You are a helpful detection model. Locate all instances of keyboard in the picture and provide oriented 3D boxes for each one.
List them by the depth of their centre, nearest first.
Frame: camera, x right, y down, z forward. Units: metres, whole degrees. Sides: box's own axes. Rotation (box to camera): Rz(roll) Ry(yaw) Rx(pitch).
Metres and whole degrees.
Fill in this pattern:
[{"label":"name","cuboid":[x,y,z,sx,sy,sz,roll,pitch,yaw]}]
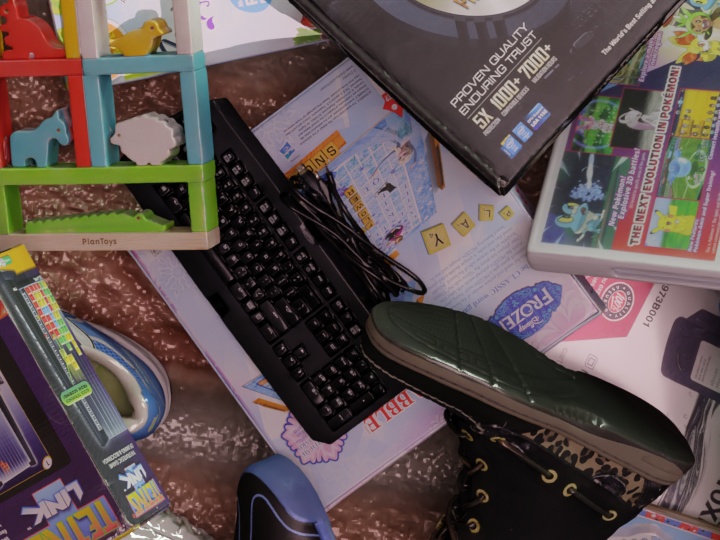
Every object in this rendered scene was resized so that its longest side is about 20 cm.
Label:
[{"label":"keyboard","cuboid":[-0.044,-0.008,1.469,0.104,0.040,0.200,-38,88,12]}]

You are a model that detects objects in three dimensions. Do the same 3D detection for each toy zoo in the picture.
[{"label":"toy zoo","cuboid":[-0.148,-0.110,1.461,0.131,0.020,0.200,-1,102,19]}]

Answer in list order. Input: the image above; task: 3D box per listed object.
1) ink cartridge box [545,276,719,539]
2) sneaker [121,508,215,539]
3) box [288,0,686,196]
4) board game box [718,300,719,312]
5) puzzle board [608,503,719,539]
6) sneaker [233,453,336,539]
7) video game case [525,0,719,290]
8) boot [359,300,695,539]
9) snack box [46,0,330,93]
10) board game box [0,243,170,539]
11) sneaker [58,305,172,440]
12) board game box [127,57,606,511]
[{"label":"ink cartridge box","cuboid":[0.182,0.076,1.567,0.200,0.084,0.145,27,93,-12]},{"label":"sneaker","cuboid":[-0.130,0.154,1.527,0.200,0.078,0.099,5,92,-12]},{"label":"box","cuboid":[0.083,-0.167,1.424,0.164,0.086,0.200,44,92,4]},{"label":"board game box","cuboid":[0.291,0.074,1.499,0.200,0.026,0.200,-9,105,-18]},{"label":"puzzle board","cuboid":[0.189,0.206,1.566,0.200,0.017,0.151,19,129,-5]},{"label":"sneaker","cuboid":[-0.049,0.205,1.477,0.078,0.070,0.200,-12,89,-30]},{"label":"video game case","cuboid":[0.200,-0.076,1.466,0.182,0.023,0.200,7,59,17]},{"label":"boot","cuboid":[0.062,0.114,1.459,0.204,0.073,0.154,24,115,-21]},{"label":"snack box","cuboid":[-0.082,-0.188,1.505,0.200,0.053,0.142,-12,99,-8]},{"label":"board game box","cuboid":[-0.228,0.105,1.455,0.200,0.057,0.165,-29,91,22]},{"label":"sneaker","cuboid":[-0.195,0.038,1.500,0.200,0.077,0.076,23,94,-9]},{"label":"board game box","cuboid":[0.000,0.000,1.502,0.200,0.041,0.200,-36,87,11]}]
